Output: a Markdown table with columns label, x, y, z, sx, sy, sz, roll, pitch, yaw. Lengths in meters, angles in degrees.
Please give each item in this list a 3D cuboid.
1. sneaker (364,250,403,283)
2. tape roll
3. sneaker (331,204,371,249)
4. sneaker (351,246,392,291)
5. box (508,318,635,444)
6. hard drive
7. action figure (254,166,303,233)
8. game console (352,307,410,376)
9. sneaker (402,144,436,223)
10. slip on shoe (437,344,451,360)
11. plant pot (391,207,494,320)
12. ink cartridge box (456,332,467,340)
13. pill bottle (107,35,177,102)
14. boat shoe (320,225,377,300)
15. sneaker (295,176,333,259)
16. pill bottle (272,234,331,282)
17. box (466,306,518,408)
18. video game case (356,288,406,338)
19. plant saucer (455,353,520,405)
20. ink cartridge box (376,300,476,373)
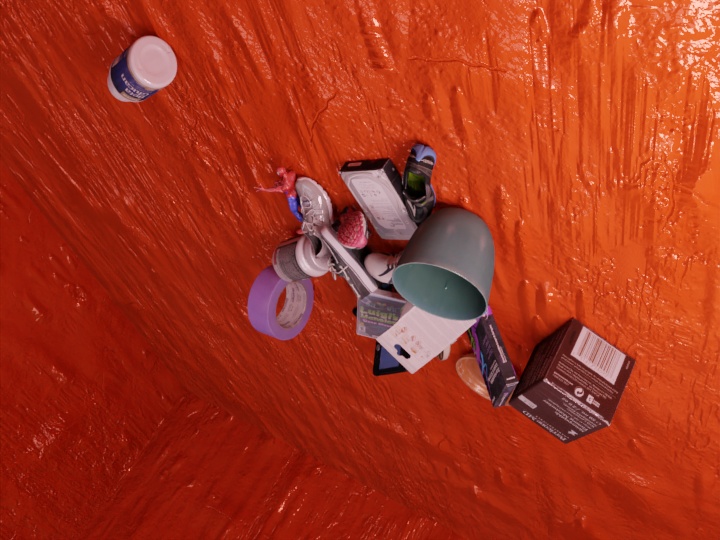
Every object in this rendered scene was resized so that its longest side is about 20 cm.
| label | x | y | z | sx | sy | sz | roll | pitch | yaw |
| --- | --- | --- | --- | --- | --- | --- | --- | --- | --- |
| sneaker | 0.095 | -0.026 | 1.644 | 0.196 | 0.080 | 0.131 | 24 | 149 | 23 |
| tape roll | -0.227 | 0.090 | 2.072 | 0.083 | 0.202 | 0.202 | 13 | 146 | 34 |
| sneaker | -0.007 | -0.090 | 1.620 | 0.074 | 0.081 | 0.200 | 38 | -172 | -17 |
| sneaker | 0.000 | 0.000 | 1.802 | 0.081 | 0.074 | 0.202 | 7 | 140 | 45 |
| box | 0.451 | 0.242 | 1.555 | 0.164 | 0.166 | 0.201 | 33 | 153 | 3 |
| hard drive | 0.053 | -0.148 | 1.545 | 0.138 | 0.038 | 0.201 | 6 | 141 | 45 |
| action figure | -0.185 | -0.176 | 1.738 | 0.096 | 0.066 | 0.202 | 6 | 144 | 17 |
| game console | 0.054 | 0.191 | 2.005 | 0.116 | 0.175 | 0.199 | 15 | 162 | -24 |
| sneaker | 0.107 | -0.158 | 1.412 | 0.069 | 0.084 | 0.201 | 21 | 151 | 15 |
| slip on shoe | 0.209 | 0.138 | 1.754 | 0.076 | 0.059 | 0.204 | 51 | 154 | 46 |
| plant pot | 0.179 | -0.023 | 1.438 | 0.196 | 0.164 | 0.202 | 19 | 153 | 10 |
| ink cartridge box | 0.181 | 0.136 | 1.835 | 0.162 | 0.051 | 0.199 | 44 | 155 | -17 |
| pill bottle | -0.503 | -0.447 | 1.638 | 0.111 | 0.112 | 0.198 | 48 | 151 | -25 |
| boat shoe | -0.041 | -0.013 | 1.679 | 0.200 | 0.067 | 0.074 | 50 | -172 | -29 |
| sneaker | -0.108 | -0.122 | 1.700 | 0.074 | 0.082 | 0.204 | 0 | 119 | 50 |
| pill bottle | -0.137 | -0.037 | 1.859 | 0.114 | 0.115 | 0.198 | 45 | 152 | -20 |
| box | 0.300 | 0.196 | 1.665 | 0.144 | 0.035 | 0.204 | 94 | 161 | -59 |
| video game case | 0.086 | 0.123 | 1.824 | 0.195 | 0.024 | 0.184 | 13 | 139 | 10 |
| plant saucer | 0.343 | 0.278 | 1.884 | 0.197 | 0.038 | 0.202 | 27 | 151 | 16 |
| ink cartridge box | 0.146 | 0.123 | 1.643 | 0.160 | 0.199 | 0.048 | 44 | -169 | -35 |
